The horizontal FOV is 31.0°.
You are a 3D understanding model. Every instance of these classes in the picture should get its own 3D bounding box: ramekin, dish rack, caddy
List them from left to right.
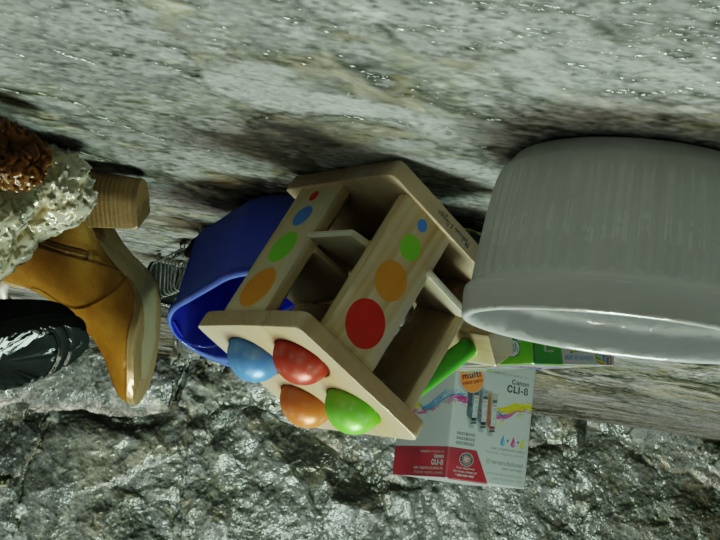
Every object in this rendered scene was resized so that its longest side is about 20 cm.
[{"bbox_3d":[-0.149,0.015,1.408,0.153,0.055,0.200,11,171,-20],"label":"dish rack"},{"bbox_3d":[-0.070,0.026,1.070,0.141,0.105,0.200,28,146,-27],"label":"caddy"},{"bbox_3d":[0.166,-0.010,0.793,0.199,0.106,0.200,8,172,1],"label":"ramekin"}]

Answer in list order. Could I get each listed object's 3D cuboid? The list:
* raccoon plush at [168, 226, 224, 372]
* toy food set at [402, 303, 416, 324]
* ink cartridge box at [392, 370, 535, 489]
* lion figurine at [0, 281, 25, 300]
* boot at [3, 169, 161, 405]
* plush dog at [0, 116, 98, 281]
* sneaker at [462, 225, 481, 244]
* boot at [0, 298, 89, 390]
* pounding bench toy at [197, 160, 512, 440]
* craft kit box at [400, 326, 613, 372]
[{"bbox_3d":[-0.095,0.039,1.245,0.199,0.135,0.097,14,169,-31],"label":"raccoon plush"},{"bbox_3d":[0.063,0.029,1.280,0.143,0.061,0.200,6,172,14],"label":"toy food set"},{"bbox_3d":[0.151,0.207,1.886,0.145,0.201,0.144,12,168,-29],"label":"ink cartridge box"},{"bbox_3d":[-0.301,-0.009,1.140,0.199,0.073,0.123,-14,120,29],"label":"lion figurine"},{"bbox_3d":[-0.241,0.010,1.054,0.143,0.202,0.071,3,-161,9],"label":"boot"},{"bbox_3d":[-0.296,-0.053,0.893,0.199,0.161,0.172,8,148,2],"label":"plush dog"},{"bbox_3d":[0.078,-0.009,1.072,0.083,0.072,0.200,27,177,23],"label":"sneaker"},{"bbox_3d":[-0.324,0.019,0.992,0.197,0.163,0.074,-16,147,-21],"label":"boot"},{"bbox_3d":[0.014,0.051,0.918,0.200,0.156,0.124,45,153,-28],"label":"pounding bench toy"},{"bbox_3d":[0.118,0.075,1.258,0.197,0.049,0.200,-8,172,31],"label":"craft kit box"}]
